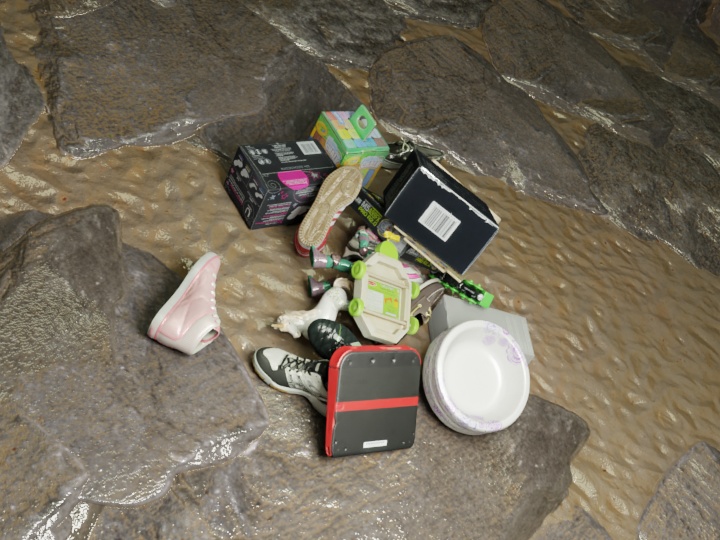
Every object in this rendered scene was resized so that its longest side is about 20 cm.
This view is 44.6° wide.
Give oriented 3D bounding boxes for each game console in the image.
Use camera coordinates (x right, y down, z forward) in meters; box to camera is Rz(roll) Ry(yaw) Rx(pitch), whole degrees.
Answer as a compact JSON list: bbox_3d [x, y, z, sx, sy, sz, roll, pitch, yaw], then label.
[{"bbox_3d":[0.023,0.218,1.489,0.197,0.181,0.031,3,3,-40],"label":"game console"}]

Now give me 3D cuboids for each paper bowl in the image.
[{"bbox_3d":[0.205,0.200,1.623,0.197,0.104,0.205,6,73,-21],"label":"paper bowl"}]

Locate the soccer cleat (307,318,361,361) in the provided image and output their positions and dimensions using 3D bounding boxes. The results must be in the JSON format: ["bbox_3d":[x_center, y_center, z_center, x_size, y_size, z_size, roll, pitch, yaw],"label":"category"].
[{"bbox_3d":[-0.013,0.159,1.529,0.200,0.068,0.081,46,-1,-22],"label":"soccer cleat"}]

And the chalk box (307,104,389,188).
[{"bbox_3d":[-0.031,-0.256,1.864,0.122,0.201,0.125,-9,55,-37],"label":"chalk box"}]

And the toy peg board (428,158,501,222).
[{"bbox_3d":[0.181,-0.143,1.933,0.198,0.098,0.200,40,0,-10],"label":"toy peg board"}]

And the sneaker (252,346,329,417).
[{"bbox_3d":[-0.088,0.174,1.508,0.197,0.088,0.076,28,43,-3],"label":"sneaker"}]

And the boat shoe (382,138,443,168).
[{"bbox_3d":[0.104,-0.280,2.075,0.196,0.064,0.072,7,47,-26],"label":"boat shoe"}]

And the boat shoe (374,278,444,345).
[{"bbox_3d":[0.100,0.087,1.704,0.059,0.072,0.199,41,54,21],"label":"boat shoe"}]

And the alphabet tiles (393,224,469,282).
[{"bbox_3d":[0.140,-0.038,1.718,0.166,0.006,0.200,40,13,7],"label":"alphabet tiles"}]

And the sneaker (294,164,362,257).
[{"bbox_3d":[-0.069,-0.114,1.746,0.071,0.113,0.201,35,69,0],"label":"sneaker"}]

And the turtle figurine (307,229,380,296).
[{"bbox_3d":[0.000,0.000,1.680,0.196,0.153,0.101,-2,11,-15],"label":"turtle figurine"}]

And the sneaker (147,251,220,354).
[{"bbox_3d":[-0.270,0.062,1.507,0.103,0.076,0.201,29,49,3],"label":"sneaker"}]

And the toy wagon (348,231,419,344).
[{"bbox_3d":[0.045,0.030,1.612,0.154,0.039,0.204,20,65,-40],"label":"toy wagon"}]

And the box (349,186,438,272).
[{"bbox_3d":[0.072,-0.087,1.811,0.200,0.044,0.159,48,15,32],"label":"box"}]

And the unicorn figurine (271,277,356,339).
[{"bbox_3d":[-0.067,0.093,1.592,0.137,0.074,0.201,41,53,-2],"label":"unicorn figurine"}]

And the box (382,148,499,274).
[{"bbox_3d":[0.154,-0.121,1.744,0.199,0.125,0.197,36,16,-10],"label":"box"}]

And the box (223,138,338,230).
[{"bbox_3d":[-0.155,-0.177,1.779,0.197,0.115,0.133,-12,56,-40],"label":"box"}]

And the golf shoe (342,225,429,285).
[{"bbox_3d":[0.052,0.004,1.783,0.199,0.073,0.093,37,74,-4],"label":"golf shoe"}]

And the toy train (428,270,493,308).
[{"bbox_3d":[0.204,0.030,1.794,0.056,0.042,0.200,26,4,-29],"label":"toy train"}]

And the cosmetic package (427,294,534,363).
[{"bbox_3d":[0.239,0.133,1.754,0.196,0.091,0.108,15,43,-15],"label":"cosmetic package"}]
